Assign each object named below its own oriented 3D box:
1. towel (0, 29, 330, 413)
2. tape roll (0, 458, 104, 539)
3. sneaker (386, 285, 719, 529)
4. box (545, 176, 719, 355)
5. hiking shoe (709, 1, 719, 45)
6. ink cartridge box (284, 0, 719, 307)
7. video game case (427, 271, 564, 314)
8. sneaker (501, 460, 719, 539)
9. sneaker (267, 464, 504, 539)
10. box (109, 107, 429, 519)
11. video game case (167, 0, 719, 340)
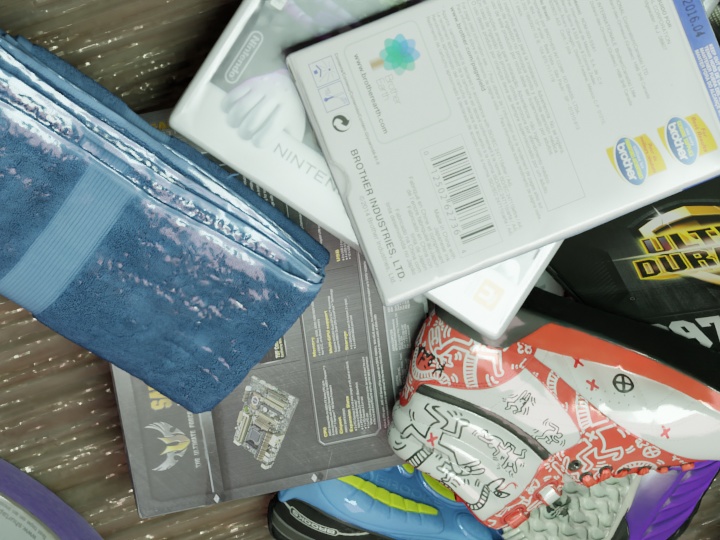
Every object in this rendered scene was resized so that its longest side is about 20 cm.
[{"bbox_3d":[-0.119,-0.018,1.276,0.199,0.049,0.112,33,117,-19],"label":"towel"},{"bbox_3d":[-0.204,0.167,1.358,0.199,0.200,0.085,24,114,-26],"label":"tape roll"},{"bbox_3d":[0.112,0.080,1.376,0.200,0.067,0.108,21,108,-14],"label":"sneaker"},{"bbox_3d":[0.181,-0.022,1.346,0.199,0.050,0.160,-9,143,37],"label":"box"},{"bbox_3d":[0.163,-0.126,1.350,0.198,0.076,0.101,-12,132,5],"label":"hiking shoe"},{"bbox_3d":[0.081,-0.075,1.251,0.199,0.042,0.120,-22,88,4],"label":"ink cartridge box"},{"bbox_3d":[0.000,0.000,1.414,0.199,0.018,0.144,-15,124,-5],"label":"video game case"},{"bbox_3d":[0.160,0.090,1.488,0.200,0.070,0.099,-47,147,1],"label":"sneaker"},{"bbox_3d":[0.034,0.147,1.496,0.199,0.071,0.083,28,134,-31],"label":"sneaker"},{"bbox_3d":[-0.048,0.013,1.368,0.157,0.048,0.201,-11,122,-5],"label":"box"},{"bbox_3d":[0.041,-0.101,1.283,0.181,0.023,0.201,33,93,-4],"label":"video game case"}]
